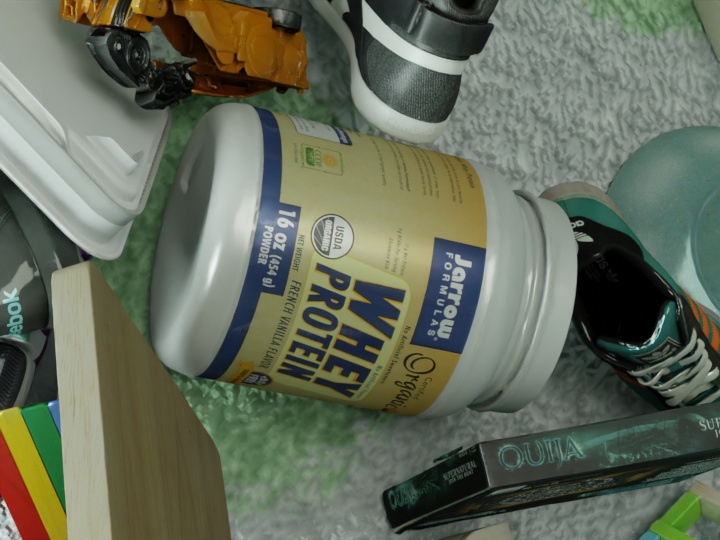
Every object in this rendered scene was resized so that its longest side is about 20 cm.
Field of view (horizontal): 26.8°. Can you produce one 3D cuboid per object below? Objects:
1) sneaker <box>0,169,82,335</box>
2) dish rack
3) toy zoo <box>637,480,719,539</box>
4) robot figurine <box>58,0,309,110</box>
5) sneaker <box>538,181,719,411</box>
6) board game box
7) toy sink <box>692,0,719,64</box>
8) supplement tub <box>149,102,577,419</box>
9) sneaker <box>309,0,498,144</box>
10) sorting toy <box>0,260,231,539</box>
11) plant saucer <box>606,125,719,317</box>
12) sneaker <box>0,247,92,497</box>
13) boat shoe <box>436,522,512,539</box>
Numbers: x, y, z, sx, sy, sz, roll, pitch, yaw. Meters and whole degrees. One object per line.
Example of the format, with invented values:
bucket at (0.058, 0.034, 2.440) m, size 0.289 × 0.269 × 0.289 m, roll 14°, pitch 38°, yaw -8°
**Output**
sneaker at (-0.206, -0.042, 0.730) m, size 0.079 × 0.075 × 0.200 m, roll -21°, pitch 50°, yaw -26°
dish rack at (-0.154, -0.105, 0.746) m, size 0.044 × 0.200 × 0.172 m, roll -36°, pitch 109°, yaw 14°
toy zoo at (0.180, 0.211, 0.838) m, size 0.200 × 0.131 × 0.020 m, roll -39°, pitch 134°, yaw -27°
robot figurine at (-0.085, -0.151, 0.779) m, size 0.200 × 0.058 × 0.145 m, roll 2°, pitch 95°, yaw -62°
sneaker at (0.167, 0.040, 0.873) m, size 0.200 × 0.071 × 0.080 m, roll 45°, pitch 19°, yaw -24°
board game box at (0.127, 0.106, 0.833) m, size 0.200 × 0.135 × 0.028 m, roll -6°, pitch 74°, yaw -24°
toy sink at (0.283, -0.251, 1.003) m, size 0.112 × 0.130 × 0.200 m, roll -18°, pitch 81°, yaw -25°
supplement tub at (0.000, 0.000, 0.807) m, size 0.200 × 0.144 × 0.145 m, roll 12°, pitch 71°, yaw -18°
sneaker at (0.030, -0.169, 0.843) m, size 0.073 × 0.112 × 0.200 m, roll 12°, pitch 36°, yaw -27°
sorting toy at (-0.111, 0.135, 0.673) m, size 0.069 × 0.199 × 0.200 m, roll -14°, pitch 56°, yaw 5°
plant saucer at (0.248, -0.004, 0.967) m, size 0.201 × 0.039 × 0.201 m, roll 6°, pitch 73°, yaw -21°
sneaker at (-0.180, 0.028, 0.781) m, size 0.074 × 0.088 × 0.200 m, roll 8°, pitch 48°, yaw 7°
boat shoe at (0.017, 0.177, 0.776) m, size 0.200 × 0.072 × 0.060 m, roll -4°, pitch 75°, yaw -51°
